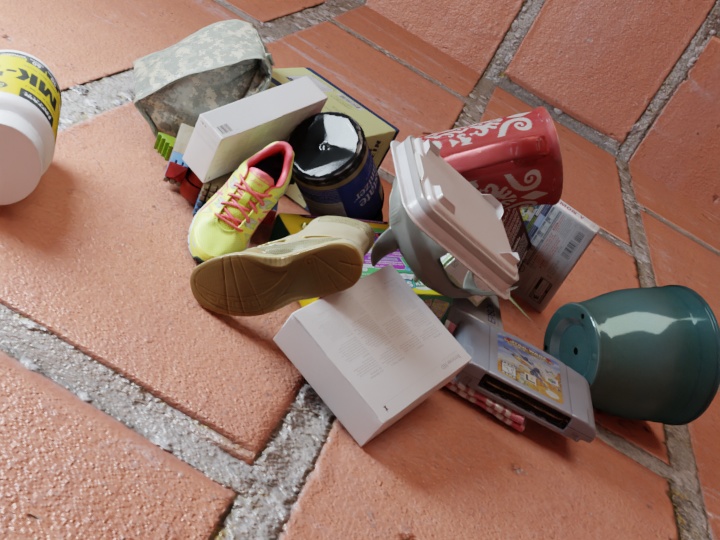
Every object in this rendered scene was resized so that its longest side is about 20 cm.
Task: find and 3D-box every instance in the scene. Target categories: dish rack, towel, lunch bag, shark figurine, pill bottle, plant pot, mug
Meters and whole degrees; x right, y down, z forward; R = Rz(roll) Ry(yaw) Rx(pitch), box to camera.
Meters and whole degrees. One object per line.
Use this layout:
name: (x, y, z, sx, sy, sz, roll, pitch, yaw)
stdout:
dish rack: (0.122, -0.072, 1.215, 0.199, 0.043, 0.173, 36, 29, -31)
towel: (0.130, 0.122, 1.303, 0.199, 0.030, 0.147, 30, 24, 0)
lunch bag: (-0.218, -0.273, 1.453, 0.164, 0.198, 0.118, -112, 176, -57)
shark figurine: (0.100, -0.016, 1.234, 0.215, 0.089, 0.129, 51, 55, -24)
pill bottle: (-0.028, -0.119, 1.397, 0.112, 0.112, 0.200, 43, -11, 28)
plant pot: (0.368, 0.117, 1.414, 0.186, 0.202, 0.201, 3, 32, -25)
pill bottle: (-0.395, -0.160, 1.119, 0.113, 0.115, 0.201, 20, 25, -24)
mug: (0.160, -0.152, 1.355, 0.198, 0.178, 0.135, -10, 59, -4)

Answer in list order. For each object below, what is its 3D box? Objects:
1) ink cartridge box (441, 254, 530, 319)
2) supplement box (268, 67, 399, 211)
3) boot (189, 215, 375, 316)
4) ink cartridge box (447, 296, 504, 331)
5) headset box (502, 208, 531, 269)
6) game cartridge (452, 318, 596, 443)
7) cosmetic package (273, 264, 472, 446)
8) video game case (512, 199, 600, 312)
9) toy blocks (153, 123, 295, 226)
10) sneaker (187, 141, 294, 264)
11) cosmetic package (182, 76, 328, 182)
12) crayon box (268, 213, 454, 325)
ink cartridge box: (0.150, -0.001, 1.440, 0.200, 0.048, 0.146, 45, 6, -38)
supplement box: (-0.079, -0.212, 1.594, 0.199, 0.135, 0.200, 36, 23, 13)
boot: (-0.084, -0.011, 1.161, 0.198, 0.074, 0.156, -12, 14, 12)
ink cartridge box: (0.113, 0.016, 1.481, 0.198, 0.041, 0.200, 27, 23, -9)
headset box: (0.164, -0.075, 1.522, 0.147, 0.076, 0.200, 20, -17, 26)
game cartridge: (0.208, 0.135, 1.287, 0.198, 0.042, 0.134, 27, 29, -5)
cosmetic package: (0.019, 0.088, 1.122, 0.151, 0.052, 0.199, 48, 36, 13)
video game case: (0.260, -0.050, 1.603, 0.182, 0.201, 0.023, 36, 47, 10)
toy blocks: (-0.184, -0.116, 1.339, 0.198, 0.100, 0.137, 20, 34, -13)
sneaker: (-0.143, -0.088, 1.232, 0.078, 0.090, 0.201, 33, 57, -6)
cosmetic package: (-0.136, -0.188, 1.317, 0.051, 0.083, 0.199, 45, 44, 15)
crayon box: (0.000, 0.000, 1.315, 0.198, 0.059, 0.173, 3, 34, -29)
